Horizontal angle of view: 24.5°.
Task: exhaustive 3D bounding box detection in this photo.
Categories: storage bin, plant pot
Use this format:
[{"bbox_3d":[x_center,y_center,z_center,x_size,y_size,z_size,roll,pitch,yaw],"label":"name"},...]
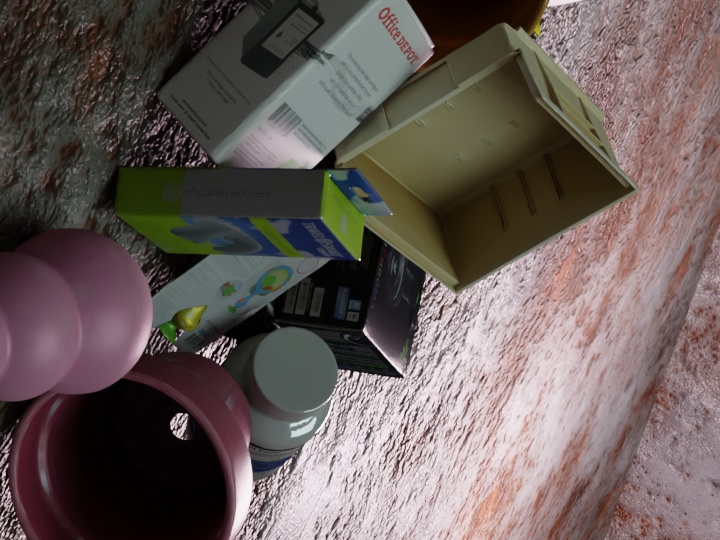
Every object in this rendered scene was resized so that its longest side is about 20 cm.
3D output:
[{"bbox_3d":[0.107,-0.098,1.470,0.199,0.094,0.198,-30,143,21],"label":"storage bin"},{"bbox_3d":[0.090,-0.300,1.499,0.183,0.199,0.201,-58,166,-61],"label":"plant pot"},{"bbox_3d":[-0.177,0.154,1.413,0.179,0.199,0.201,-51,163,-72],"label":"plant pot"}]

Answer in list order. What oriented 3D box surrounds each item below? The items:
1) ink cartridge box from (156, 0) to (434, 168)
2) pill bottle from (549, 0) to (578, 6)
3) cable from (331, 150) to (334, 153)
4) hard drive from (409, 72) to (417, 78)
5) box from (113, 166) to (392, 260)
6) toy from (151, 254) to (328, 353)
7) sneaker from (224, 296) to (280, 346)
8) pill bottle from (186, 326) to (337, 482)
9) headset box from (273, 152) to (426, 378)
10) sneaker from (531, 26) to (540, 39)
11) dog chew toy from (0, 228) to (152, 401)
[{"bbox_3d":[-0.049,-0.165,1.371,0.200,0.084,0.145,-43,159,2],"label":"ink cartridge box"},{"bbox_3d":[0.188,-0.365,1.619,0.109,0.109,0.201,-14,94,-63],"label":"pill bottle"},{"bbox_3d":[0.015,-0.192,1.616,0.200,0.050,0.097,-56,161,-18],"label":"cable"},{"bbox_3d":[0.101,-0.178,1.789,0.200,0.033,0.140,-49,144,-54],"label":"hard drive"},{"bbox_3d":[-0.085,-0.047,1.347,0.122,0.199,0.048,45,49,-68],"label":"box"},{"bbox_3d":[-0.104,-0.012,1.482,0.200,0.047,0.115,-39,149,0],"label":"toy"},{"bbox_3d":[-0.097,0.037,1.620,0.200,0.074,0.080,67,39,-68],"label":"sneaker"},{"bbox_3d":[-0.091,0.125,1.570,0.111,0.111,0.200,-50,-179,-30],"label":"pill bottle"},{"bbox_3d":[0.000,0.000,1.638,0.200,0.092,0.175,52,47,-67],"label":"headset box"},{"bbox_3d":[0.167,-0.319,1.815,0.200,0.078,0.086,18,92,-78],"label":"sneaker"},{"bbox_3d":[-0.244,0.039,1.194,0.200,0.124,0.125,-16,131,-53],"label":"dog chew toy"}]
